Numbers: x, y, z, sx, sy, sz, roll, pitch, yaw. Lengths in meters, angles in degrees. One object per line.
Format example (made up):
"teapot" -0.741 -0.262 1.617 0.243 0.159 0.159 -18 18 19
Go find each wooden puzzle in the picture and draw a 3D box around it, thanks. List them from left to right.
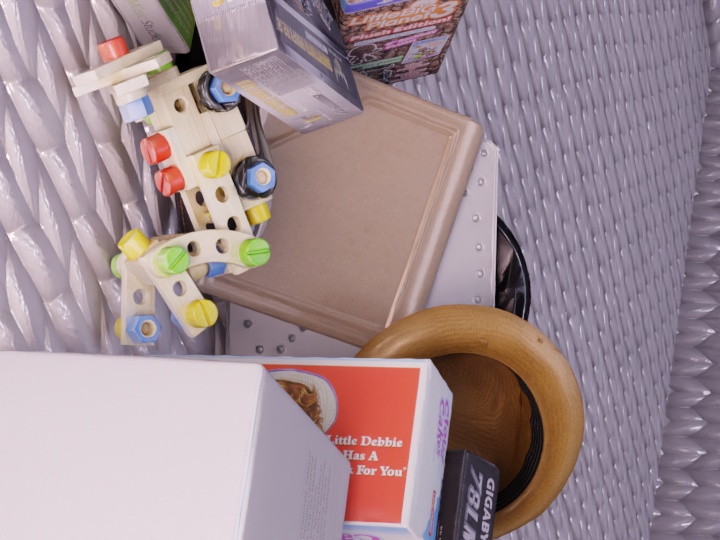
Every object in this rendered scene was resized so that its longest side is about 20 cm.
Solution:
"wooden puzzle" -0.020 -0.049 1.625 0.200 0.037 0.185 20 87 -29

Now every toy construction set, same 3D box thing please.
"toy construction set" -0.120 -0.061 1.429 0.131 0.092 0.200 -27 116 -30

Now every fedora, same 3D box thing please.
"fedora" 0.063 0.103 1.632 0.082 0.200 0.201 -117 -161 -63

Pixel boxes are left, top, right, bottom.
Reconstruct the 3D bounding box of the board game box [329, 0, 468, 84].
"board game box" 0.004 -0.237 1.629 0.200 0.097 0.160 115 -40 -74

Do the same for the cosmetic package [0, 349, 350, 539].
"cosmetic package" -0.116 0.157 1.315 0.200 0.167 0.166 56 39 -65

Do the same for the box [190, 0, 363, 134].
"box" -0.065 -0.185 1.466 0.200 0.048 0.159 24 49 -73

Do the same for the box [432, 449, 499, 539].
"box" -0.010 0.224 1.523 0.050 0.198 0.200 31 59 -47

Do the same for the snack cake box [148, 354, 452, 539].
"snack cake box" -0.047 0.120 1.490 0.067 0.200 0.115 54 40 -60

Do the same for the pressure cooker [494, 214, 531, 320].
"pressure cooker" 0.042 0.019 1.803 0.200 0.178 0.176 -158 -114 -84

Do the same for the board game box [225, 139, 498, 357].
"board game box" 0.000 0.000 1.679 0.026 0.200 0.200 -176 -93 -81

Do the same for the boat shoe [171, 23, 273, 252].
"boat shoe" -0.106 -0.100 1.528 0.073 0.074 0.200 30 53 -61

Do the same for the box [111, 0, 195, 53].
"box" -0.131 -0.261 1.468 0.144 0.036 0.200 60 34 -62
